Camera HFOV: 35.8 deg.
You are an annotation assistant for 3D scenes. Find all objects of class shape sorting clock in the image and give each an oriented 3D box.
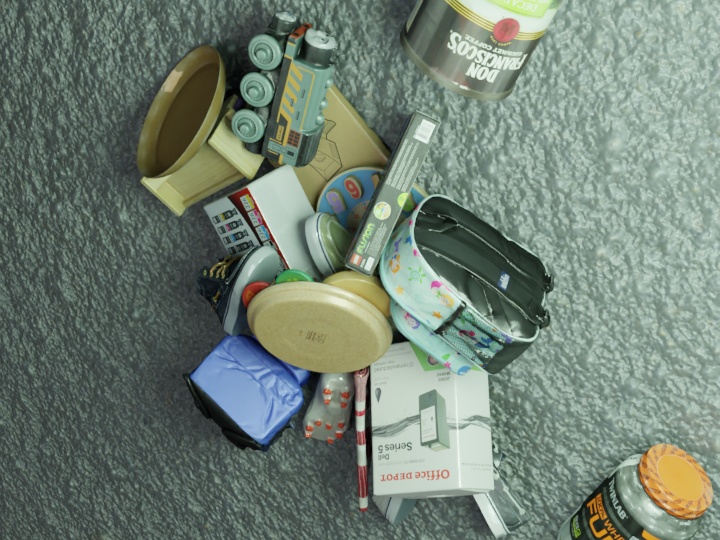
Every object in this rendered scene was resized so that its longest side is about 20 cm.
[{"bbox_3d":[0.027,-0.046,1.483,0.198,0.039,0.202,16,129,20],"label":"shape sorting clock"}]

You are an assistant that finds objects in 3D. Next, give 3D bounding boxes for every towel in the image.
[{"bbox_3d":[0.005,0.216,1.567,0.022,0.144,0.202,-1,106,2],"label":"towel"}]

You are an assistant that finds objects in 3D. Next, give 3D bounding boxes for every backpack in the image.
[{"bbox_3d":[-0.155,0.179,1.657,0.163,0.168,0.200,48,163,7],"label":"backpack"},{"bbox_3d":[0.117,0.013,1.360,0.200,0.178,0.150,39,128,-13],"label":"backpack"}]

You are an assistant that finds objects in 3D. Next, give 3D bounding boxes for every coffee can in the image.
[{"bbox_3d":[0.148,-0.310,1.215,0.146,0.146,0.201,38,128,12],"label":"coffee can"}]

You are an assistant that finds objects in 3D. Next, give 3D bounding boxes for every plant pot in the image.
[{"bbox_3d":[-0.242,-0.213,1.529,0.027,0.202,0.199,27,140,-34],"label":"plant pot"}]

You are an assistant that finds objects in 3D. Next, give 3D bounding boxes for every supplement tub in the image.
[{"bbox_3d":[0.346,0.316,1.407,0.122,0.122,0.201,39,128,11],"label":"supplement tub"}]

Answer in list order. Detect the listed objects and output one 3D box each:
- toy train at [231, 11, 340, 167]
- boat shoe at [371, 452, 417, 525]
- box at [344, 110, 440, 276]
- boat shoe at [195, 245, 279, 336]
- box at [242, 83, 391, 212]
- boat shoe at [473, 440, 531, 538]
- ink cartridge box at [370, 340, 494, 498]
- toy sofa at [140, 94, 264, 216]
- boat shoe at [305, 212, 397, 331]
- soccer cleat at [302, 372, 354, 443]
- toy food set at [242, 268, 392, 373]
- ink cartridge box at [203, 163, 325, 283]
[{"bbox_3d":[-0.093,-0.230,1.436,0.113,0.085,0.201,23,123,7],"label":"toy train"},{"bbox_3d":[0.055,0.278,1.627,0.086,0.074,0.203,39,136,25],"label":"boat shoe"},{"bbox_3d":[0.037,-0.095,1.364,0.034,0.110,0.202,24,94,-4],"label":"box"},{"bbox_3d":[-0.174,0.008,1.506,0.091,0.071,0.201,46,146,12],"label":"boat shoe"},{"bbox_3d":[-0.065,-0.178,1.506,0.200,0.021,0.163,50,131,2],"label":"box"},{"bbox_3d":[0.171,0.266,1.542,0.067,0.072,0.201,-29,80,7],"label":"boat shoe"},{"bbox_3d":[0.093,0.197,1.485,0.144,0.084,0.202,-13,71,37],"label":"ink cartridge box"},{"bbox_3d":[-0.215,-0.161,1.575,0.083,0.098,0.199,43,141,-24],"label":"toy sofa"},{"bbox_3d":[0.000,0.000,1.471,0.062,0.072,0.201,-18,121,33],"label":"boat shoe"},{"bbox_3d":[-0.040,0.189,1.650,0.069,0.078,0.201,14,144,-4],"label":"soccer cleat"},{"bbox_3d":[-0.055,0.066,1.438,0.196,0.049,0.201,6,144,8],"label":"toy food set"},{"bbox_3d":[-0.125,-0.026,1.557,0.175,0.084,0.201,-17,103,54],"label":"ink cartridge box"}]
